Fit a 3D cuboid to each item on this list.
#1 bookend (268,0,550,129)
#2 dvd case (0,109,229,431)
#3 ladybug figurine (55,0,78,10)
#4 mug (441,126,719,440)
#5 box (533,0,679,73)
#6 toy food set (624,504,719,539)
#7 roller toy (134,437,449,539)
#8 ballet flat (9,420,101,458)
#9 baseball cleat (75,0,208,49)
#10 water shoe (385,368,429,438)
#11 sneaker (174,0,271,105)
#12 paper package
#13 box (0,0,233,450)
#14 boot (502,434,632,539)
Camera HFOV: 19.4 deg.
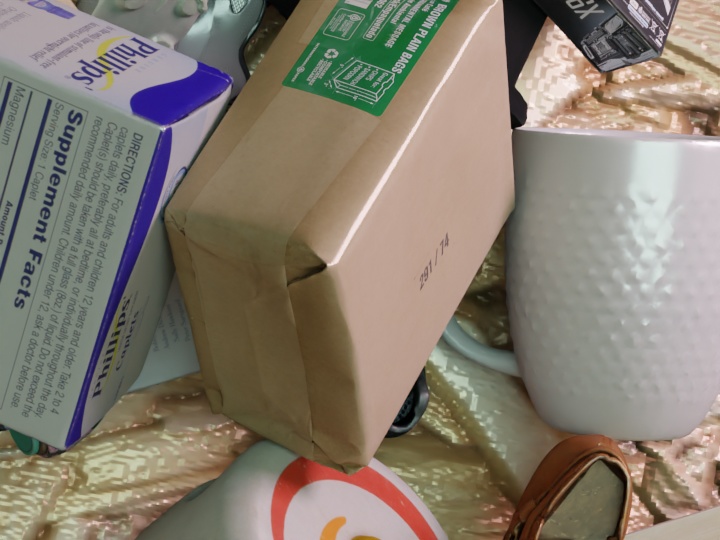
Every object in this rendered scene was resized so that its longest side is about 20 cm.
[{"bbox_3d":[0.039,-0.214,1.255,0.199,0.092,0.200,43,56,-28],"label":"bookend"},{"bbox_3d":[-0.134,-0.004,1.203,0.200,0.018,0.143,-16,93,-23],"label":"dvd case"},{"bbox_3d":[-0.229,-0.126,1.167,0.200,0.136,0.072,26,44,26],"label":"ladybug figurine"},{"bbox_3d":[0.133,0.005,1.255,0.200,0.148,0.176,5,96,18],"label":"mug"},{"bbox_3d":[0.123,-0.240,1.242,0.200,0.050,0.158,41,55,-31],"label":"box"},{"bbox_3d":[0.195,0.221,1.292,0.200,0.060,0.144,-17,90,-4],"label":"toy food set"},{"bbox_3d":[-0.032,0.191,1.159,0.182,0.140,0.200,33,36,-26],"label":"roller toy"},{"bbox_3d":[-0.209,0.011,1.216,0.071,0.069,0.200,-34,96,-30],"label":"ballet flat"},{"bbox_3d":[-0.111,-0.199,1.174,0.070,0.106,0.200,16,119,-46],"label":"baseball cleat"},{"bbox_3d":[0.000,0.000,1.248,0.071,0.079,0.200,-20,90,-13],"label":"water shoe"},{"bbox_3d":[-0.098,-0.189,1.247,0.140,0.078,0.200,-5,97,-14],"label":"sneaker"},{"bbox_3d":[-0.005,-0.032,1.112,0.103,0.191,0.200,20,58,19],"label":"paper package"},{"bbox_3d":[-0.192,-0.042,1.069,0.200,0.105,0.184,24,113,9],"label":"box"},{"bbox_3d":[0.097,0.185,1.178,0.074,0.155,0.200,17,87,0],"label":"boot"}]
